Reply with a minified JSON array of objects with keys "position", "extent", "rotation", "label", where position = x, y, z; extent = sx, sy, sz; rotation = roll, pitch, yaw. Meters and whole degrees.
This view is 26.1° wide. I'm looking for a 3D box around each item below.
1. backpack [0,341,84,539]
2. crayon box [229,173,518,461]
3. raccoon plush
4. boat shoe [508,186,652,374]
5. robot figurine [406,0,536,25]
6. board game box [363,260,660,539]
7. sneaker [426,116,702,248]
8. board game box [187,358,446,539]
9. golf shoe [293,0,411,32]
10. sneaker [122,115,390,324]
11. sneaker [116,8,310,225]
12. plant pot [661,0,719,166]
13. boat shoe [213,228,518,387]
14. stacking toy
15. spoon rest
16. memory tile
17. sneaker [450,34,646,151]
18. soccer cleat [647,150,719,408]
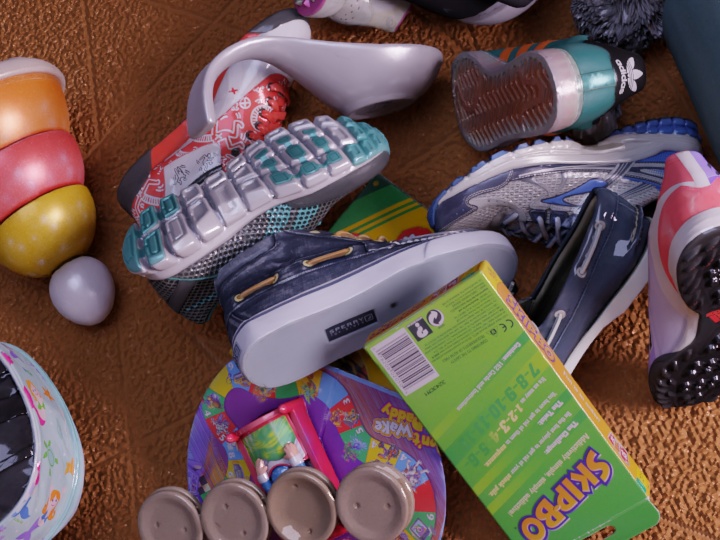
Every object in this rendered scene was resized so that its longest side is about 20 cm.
[{"position":[-0.292,0.143,1.082],"extent":[0.200,0.150,0.178],"rotation":[-40,66,7],"label":"backpack"},{"position":[0.000,0.048,1.085],"extent":[0.127,0.051,0.201],"rotation":[36,83,25],"label":"crayon box"},{"position":[0.185,-0.204,1.074],"extent":[0.095,0.134,0.202],"rotation":[-2,64,14],"label":"raccoon plush"},{"position":[0.118,0.037,1.011],"extent":[0.061,0.075,0.201],"rotation":[32,109,-13],"label":"boat shoe"},{"position":[0.056,-0.252,1.104],"extent":[0.124,0.198,0.152],"rotation":[-13,69,47],"label":"robot figurine"},{"position":[0.098,0.099,0.982],"extent":[0.095,0.030,0.201],"rotation":[-33,99,23],"label":"board game box"},{"position":[0.145,-0.043,1.049],"extent":[0.197,0.077,0.086],"rotation":[-13,78,-5],"label":"sneaker"},{"position":[-0.040,0.142,1.027],"extent":[0.198,0.039,0.160],"rotation":[20,104,23],"label":"board game box"},{"position":[-0.004,-0.259,1.205],"extent":[0.091,0.075,0.202],"rotation":[19,50,-21],"label":"golf shoe"},{"position":[-0.064,-0.034,1.087],"extent":[0.198,0.092,0.078],"rotation":[-27,40,0],"label":"sneaker"},{"position":[-0.081,-0.091,1.157],"extent":[0.108,0.067,0.202],"rotation":[42,89,25],"label":"sneaker"},{"position":[0.297,-0.118,0.991],"extent":[0.198,0.201,0.198],"rotation":[-25,55,6],"label":"plant pot"},{"position":[0.000,0.000,1.034],"extent":[0.198,0.071,0.091],"rotation":[-20,45,-7],"label":"boat shoe"},{"position":[-0.250,-0.044,1.175],"extent":[0.145,0.146,0.201],"rotation":[-31,80,3],"label":"stacking toy"},{"position":[-0.032,-0.138,1.107],"extent":[0.198,0.099,0.061],"rotation":[-11,83,-29],"label":"spoon rest"},{"position":[-0.048,0.205,1.006],"extent":[0.198,0.017,0.155],"rotation":[-9,97,24],"label":"memory tile"},{"position":[0.125,-0.122,1.065],"extent":[0.079,0.200,0.072],"rotation":[-10,99,-17],"label":"sneaker"},{"position":[0.206,0.012,0.960],"extent":[0.067,0.201,0.074],"rotation":[-12,53,-2],"label":"soccer cleat"}]
